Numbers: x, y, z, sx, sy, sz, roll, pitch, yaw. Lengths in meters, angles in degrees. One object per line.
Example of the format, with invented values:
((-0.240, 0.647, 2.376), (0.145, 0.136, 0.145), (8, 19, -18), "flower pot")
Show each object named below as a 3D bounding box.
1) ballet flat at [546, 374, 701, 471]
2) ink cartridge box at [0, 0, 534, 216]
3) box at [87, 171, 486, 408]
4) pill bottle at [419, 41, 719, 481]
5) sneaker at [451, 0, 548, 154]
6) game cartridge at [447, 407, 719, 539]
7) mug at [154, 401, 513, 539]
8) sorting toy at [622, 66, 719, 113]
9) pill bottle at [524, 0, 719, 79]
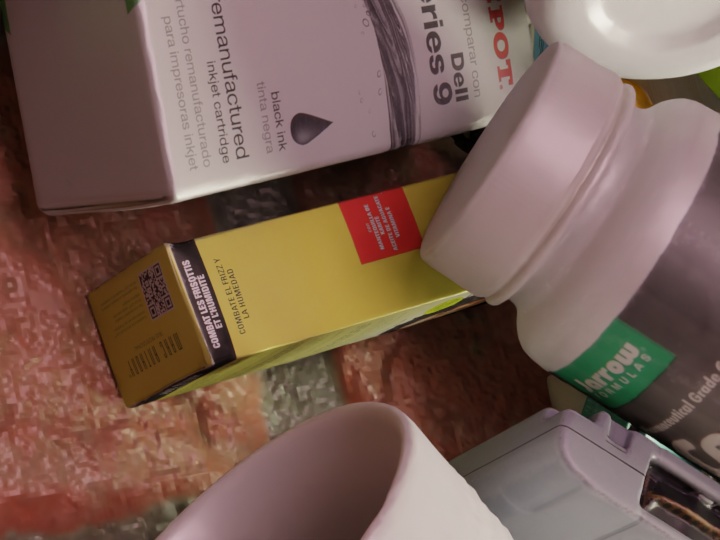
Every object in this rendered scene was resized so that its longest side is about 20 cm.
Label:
((0.117, 0.035, 0.863), (0.067, 0.070, 0.201), (3, 107, -50), "ballet flat")
((-0.033, -0.111, 0.782), (0.200, 0.084, 0.147), (-17, 100, -43), "ink cartridge box")
((0.000, 0.000, 0.806), (0.199, 0.075, 0.050), (-15, 82, -34), "box")
((0.129, 0.009, 0.760), (0.200, 0.113, 0.113), (32, 59, -5), "pill bottle")
((0.081, -0.138, 0.903), (0.090, 0.078, 0.201), (19, 65, -30), "sneaker")
((0.119, 0.128, 0.800), (0.200, 0.133, 0.042), (32, 52, -15), "game cartridge")
((-0.006, 0.176, 0.714), (0.200, 0.148, 0.175), (-42, 107, -5), "mug")
((0.211, -0.067, 0.871), (0.200, 0.180, 0.107), (42, 65, -36), "sorting toy")
((0.109, -0.184, 0.821), (0.112, 0.112, 0.201), (15, 52, -28), "pill bottle")
